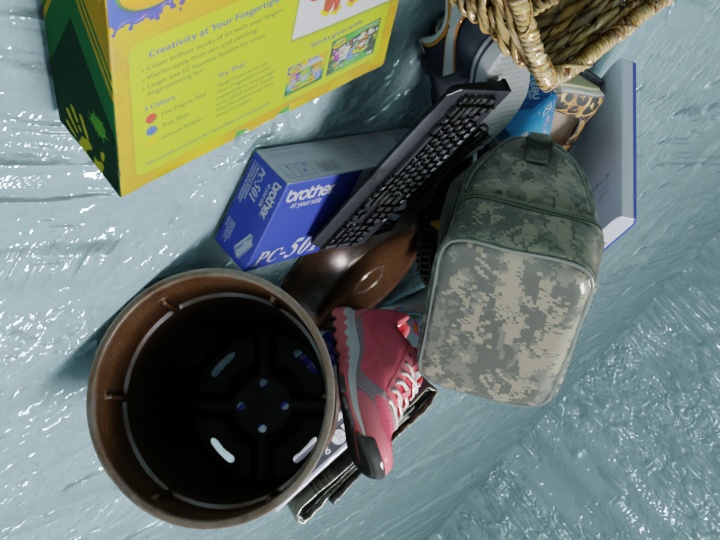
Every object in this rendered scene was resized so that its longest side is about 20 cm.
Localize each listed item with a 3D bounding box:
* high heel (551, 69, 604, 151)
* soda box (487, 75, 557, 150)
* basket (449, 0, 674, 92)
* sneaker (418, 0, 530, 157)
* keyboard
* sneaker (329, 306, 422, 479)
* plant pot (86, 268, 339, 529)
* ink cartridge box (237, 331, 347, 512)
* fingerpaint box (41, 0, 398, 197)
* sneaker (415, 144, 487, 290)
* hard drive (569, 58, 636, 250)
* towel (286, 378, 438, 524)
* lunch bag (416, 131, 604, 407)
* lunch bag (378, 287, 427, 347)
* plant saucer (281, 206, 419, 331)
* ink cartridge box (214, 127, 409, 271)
[{"bbox_3d":[0.194,-0.146,1.006,0.143,0.071,0.200,-59,164,22],"label":"high heel"},{"bbox_3d":[0.146,-0.127,0.965,0.064,0.068,0.200,-39,159,-10],"label":"soda box"},{"bbox_3d":[0.150,-0.249,0.622,0.200,0.149,0.143,-36,159,-16],"label":"basket"},{"bbox_3d":[0.094,-0.167,0.785,0.078,0.080,0.200,-35,165,-15],"label":"sneaker"},{"bbox_3d":[0.050,-0.082,0.767,0.127,0.021,0.200,-18,160,-49],"label":"keyboard"},{"bbox_3d":[0.022,0.097,0.858,0.086,0.201,0.074,-8,129,-1],"label":"sneaker"},{"bbox_3d":[-0.104,0.115,0.828,0.200,0.200,0.198,-42,167,-1],"label":"plant pot"},{"bbox_3d":[-0.045,0.138,1.012,0.200,0.043,0.198,-42,-160,-3],"label":"ink cartridge box"},{"bbox_3d":[-0.067,-0.156,0.511,0.199,0.073,0.167,-33,158,-27],"label":"fingerpaint box"},{"bbox_3d":[0.109,-0.070,0.958,0.090,0.070,0.201,-23,131,-34],"label":"sneaker"},{"bbox_3d":[0.263,-0.114,1.050,0.132,0.025,0.201,124,-23,-61],"label":"hard drive"},{"bbox_3d":[-0.018,0.168,1.013,0.192,0.035,0.200,-42,-161,-6],"label":"towel"},{"bbox_3d":[0.134,-0.001,0.847,0.201,0.138,0.168,95,13,-45],"label":"lunch bag"},{"bbox_3d":[0.117,0.052,1.119,0.160,0.078,0.200,-23,-174,-22],"label":"lunch bag"},{"bbox_3d":[0.000,0.000,0.995,0.200,0.037,0.201,-37,159,-17],"label":"plant saucer"},{"bbox_3d":[-0.025,-0.064,0.809,0.199,0.044,0.094,-18,146,-49],"label":"ink cartridge box"}]
